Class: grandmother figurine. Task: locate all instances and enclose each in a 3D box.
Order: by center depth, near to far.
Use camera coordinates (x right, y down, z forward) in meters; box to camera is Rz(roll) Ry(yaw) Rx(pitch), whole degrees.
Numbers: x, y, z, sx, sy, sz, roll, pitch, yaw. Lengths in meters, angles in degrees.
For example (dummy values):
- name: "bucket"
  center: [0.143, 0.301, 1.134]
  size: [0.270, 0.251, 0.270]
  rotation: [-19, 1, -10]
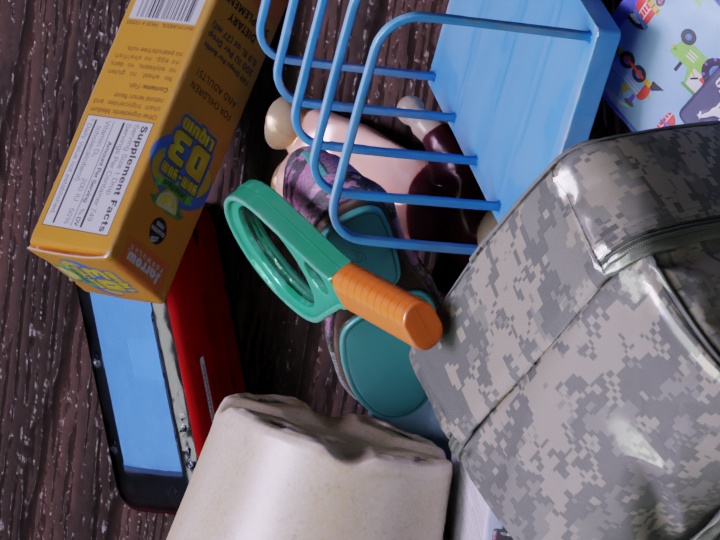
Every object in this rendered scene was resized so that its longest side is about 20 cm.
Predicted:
- name: "grandmother figurine"
  center: [0.036, -0.035, 1.596]
  size: [0.200, 0.061, 0.122]
  rotation: [20, 138, 36]

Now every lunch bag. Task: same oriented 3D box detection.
- name: "lunch bag"
  center: [0.136, 0.051, 1.355]
  size: [0.200, 0.139, 0.168]
  rotation: [-50, 56, 43]
- name: "lunch bag"
  center: [0.205, -0.106, 1.386]
  size: [0.151, 0.094, 0.200]
  rotation: [47, 123, 12]

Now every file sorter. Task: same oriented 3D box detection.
- name: "file sorter"
  center: [0.032, -0.113, 1.467]
  size: [0.200, 0.122, 0.139]
  rotation: [-113, 32, -54]

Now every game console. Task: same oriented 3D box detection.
- name: "game console"
  center: [-0.131, 0.068, 1.738]
  size: [0.118, 0.172, 0.201]
  rotation: [-8, 101, 13]

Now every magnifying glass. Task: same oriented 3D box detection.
- name: "magnifying glass"
  center: [-0.015, 0.003, 1.435]
  size: [0.200, 0.022, 0.080]
  rotation: [25, 147, 59]

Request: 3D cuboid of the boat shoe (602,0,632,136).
- name: "boat shoe"
  center: [0.154, -0.097, 1.472]
  size: [0.074, 0.060, 0.201]
  rotation: [6, 108, 40]

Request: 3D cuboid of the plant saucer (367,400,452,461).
- name: "plant saucer"
  center: [0.091, 0.116, 1.617]
  size: [0.199, 0.036, 0.201]
  rotation: [15, 114, 35]

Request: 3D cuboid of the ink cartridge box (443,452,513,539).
- name: "ink cartridge box"
  center: [0.071, 0.143, 1.547]
  size: [0.042, 0.119, 0.201]
  rotation: [5, 113, -8]

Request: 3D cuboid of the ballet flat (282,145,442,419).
- name: "ballet flat"
  center: [0.000, 0.000, 1.557]
  size: [0.200, 0.069, 0.071]
  rotation: [69, 175, -52]

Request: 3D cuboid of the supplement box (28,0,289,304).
- name: "supplement box"
  center: [-0.113, -0.085, 1.625]
  size: [0.069, 0.067, 0.201]
  rotation: [12, 73, 37]

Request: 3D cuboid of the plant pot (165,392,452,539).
- name: "plant pot"
  center: [-0.036, 0.172, 1.575]
  size: [0.200, 0.200, 0.184]
  rotation: [19, 98, 34]
